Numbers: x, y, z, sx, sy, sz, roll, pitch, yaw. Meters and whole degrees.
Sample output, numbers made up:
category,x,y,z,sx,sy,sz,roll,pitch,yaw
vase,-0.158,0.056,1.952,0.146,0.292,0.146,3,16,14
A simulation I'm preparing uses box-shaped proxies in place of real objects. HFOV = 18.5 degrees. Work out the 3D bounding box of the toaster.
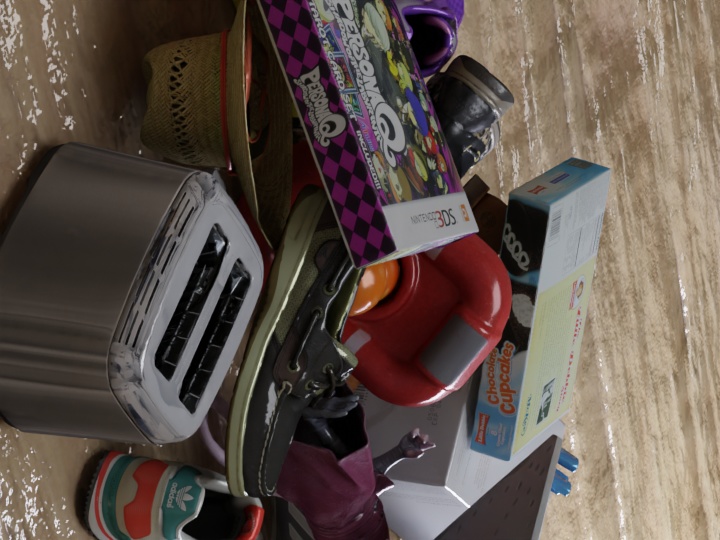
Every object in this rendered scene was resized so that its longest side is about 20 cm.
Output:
category,x,y,z,sx,sy,sz,roll,pitch,yaw
toaster,-0.145,0.021,1.290,0.201,0.128,0.114,-66,147,-29

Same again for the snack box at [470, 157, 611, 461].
category,x,y,z,sx,sy,sz,roll,pitch,yaw
snack box,0.132,0.028,1.622,0.116,0.037,0.202,-29,131,-58

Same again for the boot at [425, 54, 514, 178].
category,x,y,z,sx,sy,sz,roll,pitch,yaw
boot,0.042,-0.074,1.671,0.151,0.073,0.200,-51,-179,-11

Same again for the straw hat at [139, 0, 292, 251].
category,x,y,z,sx,sy,sz,roll,pitch,yaw
straw hat,-0.097,-0.107,1.390,0.201,0.084,0.203,-3,90,-84

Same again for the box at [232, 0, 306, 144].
category,x,y,z,sx,sy,sz,roll,pitch,yaw
box,-0.034,-0.156,1.523,0.050,0.075,0.201,-58,144,-39

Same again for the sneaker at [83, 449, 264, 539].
category,x,y,z,sx,sy,sz,roll,pitch,yaw
sneaker,-0.097,0.174,1.450,0.200,0.093,0.071,44,58,-56

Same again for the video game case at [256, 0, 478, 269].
category,x,y,z,sx,sy,sz,roll,pitch,yaw
video game case,0.004,-0.106,1.383,0.202,0.036,0.181,70,19,3

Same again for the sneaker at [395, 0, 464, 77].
category,x,y,z,sx,sy,sz,roll,pitch,yaw
sneaker,0.039,-0.177,1.642,0.200,0.088,0.081,-30,120,-58

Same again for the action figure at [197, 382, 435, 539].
category,x,y,z,sx,sy,sz,roll,pitch,yaw
action figure,-0.017,0.165,1.493,0.134,0.148,0.201,-97,171,-57

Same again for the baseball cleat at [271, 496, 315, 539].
category,x,y,z,sx,sy,sz,roll,pitch,yaw
baseball cleat,-0.020,0.188,1.585,0.070,0.105,0.202,-25,123,-73

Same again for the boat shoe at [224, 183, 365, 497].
category,x,y,z,sx,sy,sz,roll,pitch,yaw
boat shoe,-0.034,0.048,1.388,0.072,0.065,0.203,46,58,-76

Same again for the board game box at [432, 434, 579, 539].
category,x,y,z,sx,sy,sz,roll,pitch,yaw
board game box,0.067,0.232,1.477,0.026,0.200,0.201,33,41,-12

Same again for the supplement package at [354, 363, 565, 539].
category,x,y,z,sx,sy,sz,roll,pitch,yaw
supplement package,0.063,0.136,1.716,0.200,0.119,0.122,45,55,-56

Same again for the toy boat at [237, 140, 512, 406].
category,x,y,z,sx,sy,sz,roll,pitch,yaw
toy boat,0.000,0.000,1.488,0.131,0.200,0.131,-51,171,11

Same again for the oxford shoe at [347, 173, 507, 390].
category,x,y,z,sx,sy,sz,roll,pitch,yaw
oxford shoe,0.043,0.028,1.621,0.200,0.071,0.071,-48,-178,10
